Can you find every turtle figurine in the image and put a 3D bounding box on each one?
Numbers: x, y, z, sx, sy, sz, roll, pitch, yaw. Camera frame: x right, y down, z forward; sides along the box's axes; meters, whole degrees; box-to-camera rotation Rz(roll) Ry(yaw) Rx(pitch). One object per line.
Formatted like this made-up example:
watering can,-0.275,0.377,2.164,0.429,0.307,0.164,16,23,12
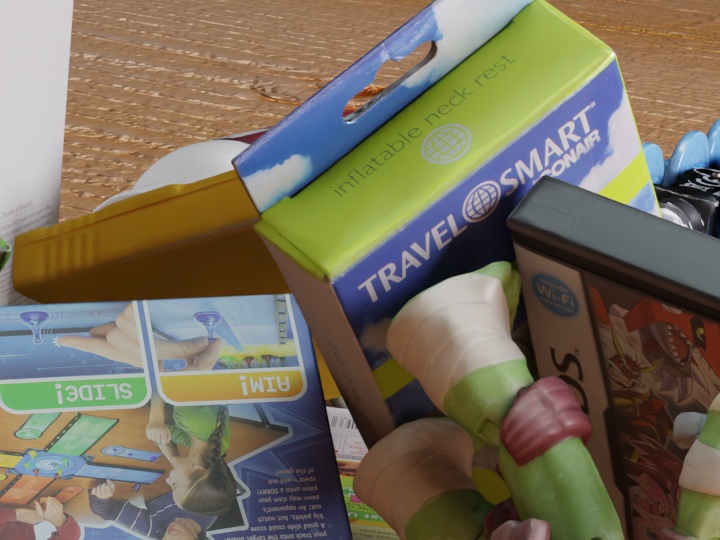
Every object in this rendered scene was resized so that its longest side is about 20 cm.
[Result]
turtle figurine,0.098,0.086,0.775,0.194,0.200,0.144,48,-4,34

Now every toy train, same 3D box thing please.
toy train,0.177,-0.006,1.257,0.087,0.115,0.200,15,17,25

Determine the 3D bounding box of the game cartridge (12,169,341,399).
game cartridge,0.000,0.000,0.976,0.200,0.033,0.176,-13,-25,34

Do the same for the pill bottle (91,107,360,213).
pill bottle,-0.040,-0.009,1.194,0.113,0.113,0.200,13,17,29

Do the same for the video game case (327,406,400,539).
video game case,0.044,0.096,1.000,0.199,0.023,0.182,7,14,2

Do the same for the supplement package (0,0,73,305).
supplement package,-0.226,-0.059,1.139,0.150,0.201,0.152,10,14,15

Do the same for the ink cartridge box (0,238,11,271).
ink cartridge box,-0.245,-0.016,0.995,0.200,0.104,0.059,31,0,-6

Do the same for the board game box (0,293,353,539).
board game box,-0.105,0.075,0.820,0.199,0.034,0.136,-2,56,-15

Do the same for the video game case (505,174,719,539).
video game case,0.143,0.071,0.811,0.200,0.181,0.026,23,55,31

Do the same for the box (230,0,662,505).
box,0.043,0.004,0.858,0.122,0.200,0.048,-39,49,-13

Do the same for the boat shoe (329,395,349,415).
boat shoe,0.082,0.045,1.114,0.201,0.072,0.060,1,14,1
